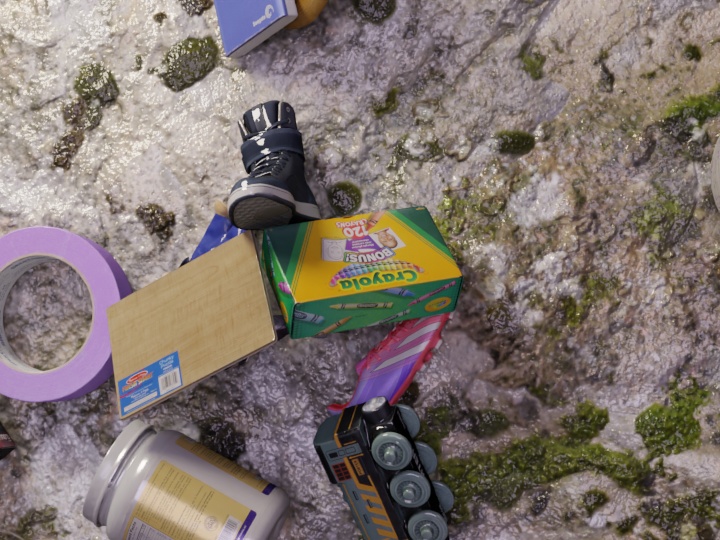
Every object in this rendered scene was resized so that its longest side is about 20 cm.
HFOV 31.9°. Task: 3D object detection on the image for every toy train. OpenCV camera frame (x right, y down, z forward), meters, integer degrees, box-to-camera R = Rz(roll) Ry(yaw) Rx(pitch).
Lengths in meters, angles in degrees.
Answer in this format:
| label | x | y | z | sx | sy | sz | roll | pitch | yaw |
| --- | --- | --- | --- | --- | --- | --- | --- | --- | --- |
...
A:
| label | x | y | z | sx | sy | sz | roll | pitch | yaw |
| --- | --- | --- | --- | --- | --- | --- | --- | --- | --- |
| toy train | 0.029 | 0.234 | 1.398 | 0.112 | 0.085 | 0.202 | -17 | 112 | 19 |

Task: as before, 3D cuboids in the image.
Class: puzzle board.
| label | x | y | z | sx | sy | sz | roll | pitch | yaw |
| --- | --- | --- | --- | --- | --- | --- | --- | --- | --- |
| puzzle board | -0.185 | 0.060 | 1.366 | 0.198 | 0.017 | 0.152 | -28 | 52 | 15 |

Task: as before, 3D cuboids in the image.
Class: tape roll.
| label | x | y | z | sx | sy | sz | roll | pitch | yaw |
| --- | --- | --- | --- | --- | --- | --- | --- | --- | --- |
| tape roll | -0.368 | 0.052 | 1.480 | 0.196 | 0.066 | 0.204 | 0 | 85 | 4 |

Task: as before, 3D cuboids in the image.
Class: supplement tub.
| label | x | y | z | sx | sy | sz | roll | pitch | yaw |
| --- | --- | --- | --- | --- | --- | --- | --- | --- | --- |
| supplement tub | -0.193 | 0.268 | 1.404 | 0.198 | 0.145 | 0.147 | 28 | 88 | 7 |

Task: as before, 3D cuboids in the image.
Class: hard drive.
| label | x | y | z | sx | sy | sz | roll | pitch | yaw |
| --- | --- | --- | --- | --- | --- | --- | --- | --- | --- |
| hard drive | -0.138 | -0.369 | 1.474 | 0.025 | 0.131 | 0.203 | -8 | 82 | -39 |

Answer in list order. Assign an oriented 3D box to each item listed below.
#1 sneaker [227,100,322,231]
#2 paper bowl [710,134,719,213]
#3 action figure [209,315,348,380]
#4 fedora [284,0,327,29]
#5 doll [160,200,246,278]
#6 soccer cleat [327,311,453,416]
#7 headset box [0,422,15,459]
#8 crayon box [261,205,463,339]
| label | x | y | z | sx | sy | sz | roll | pitch | yaw |
| --- | --- | --- | --- | --- | --- | --- | --- | --- | --- |
| sneaker | -0.110 | -0.122 | 1.406 | 0.076 | 0.202 | 0.149 | -15 | 82 | 12 |
| paper bowl | 0.489 | -0.108 | 1.398 | 0.197 | 0.104 | 0.204 | 0 | 86 | 5 |
| action figure | -0.114 | 0.069 | 1.429 | 0.197 | 0.130 | 0.070 | -16 | 78 | -11 |
| fedora | -0.063 | -0.382 | 1.467 | 0.081 | 0.200 | 0.204 | -9 | 82 | -37 |
| doll | -0.195 | 0.015 | 1.445 | 0.048 | 0.136 | 0.201 | 42 | 74 | -35 |
| soccer cleat | 0.039 | 0.100 | 1.440 | 0.076 | 0.067 | 0.202 | 31 | 92 | 5 |
| headset box | -0.488 | 0.161 | 1.438 | 0.075 | 0.149 | 0.201 | -35 | 83 | 2 |
| crayon box | 0.000 | 0.000 | 1.394 | 0.197 | 0.059 | 0.120 | -9 | 47 | -19 |
